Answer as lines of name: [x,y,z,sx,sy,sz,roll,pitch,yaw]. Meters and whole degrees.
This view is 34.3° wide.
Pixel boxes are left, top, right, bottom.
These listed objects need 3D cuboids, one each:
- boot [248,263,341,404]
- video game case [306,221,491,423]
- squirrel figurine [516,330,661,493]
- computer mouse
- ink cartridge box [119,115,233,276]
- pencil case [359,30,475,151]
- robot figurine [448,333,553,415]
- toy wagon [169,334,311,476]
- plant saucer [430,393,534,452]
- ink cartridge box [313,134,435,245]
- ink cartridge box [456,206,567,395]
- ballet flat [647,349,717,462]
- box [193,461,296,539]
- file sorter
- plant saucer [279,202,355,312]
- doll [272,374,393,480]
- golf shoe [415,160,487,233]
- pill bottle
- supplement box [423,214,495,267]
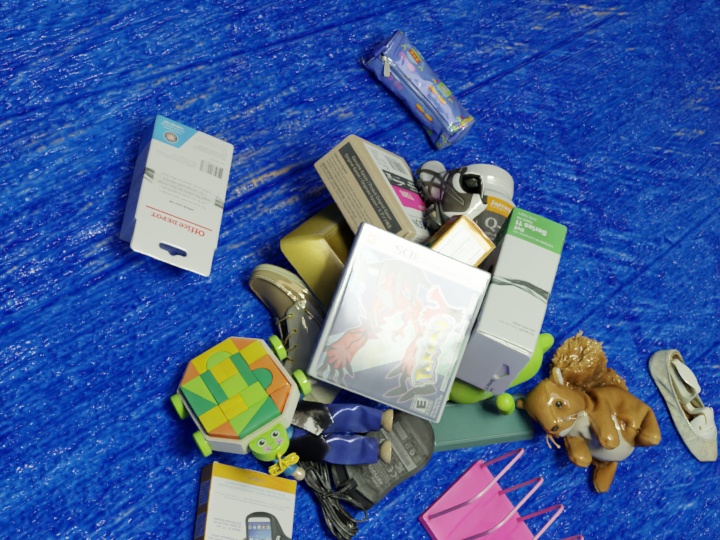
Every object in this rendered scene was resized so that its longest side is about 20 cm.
boot: [-0.096,0.102,1.526,0.200,0.072,0.155,43,55,-10]
video game case: [0.049,0.066,1.452,0.180,0.023,0.203,21,87,-11]
squirrel figurine: [0.321,0.196,1.725,0.185,0.142,0.202,23,43,-21]
computer mouse: [0.010,0.253,1.543,0.199,0.053,0.140,-28,85,-27]
ink cartridge box: [-0.242,-0.086,1.514,0.115,0.067,0.203,21,59,-24]
pencil case: [0.091,-0.278,1.808,0.200,0.078,0.087,48,23,-5]
robot figurine: [0.179,0.119,1.663,0.198,0.116,0.177,-18,71,-33]
toy wagon: [-0.136,0.163,1.411,0.154,0.040,0.200,-31,48,-12]
plant saucer: [0.171,0.217,1.680,0.198,0.019,0.071,-2,70,-33]
ink cartridge box: [0.039,-0.088,1.621,0.166,0.075,0.200,58,17,16]
ink cartridge box: [0.194,0.043,1.548,0.082,0.147,0.202,21,59,-1]
ballet flat: [0.532,0.220,1.886,0.067,0.062,0.202,-27,86,-38]
box: [-0.144,0.343,1.406,0.118,0.041,0.203,19,62,-27]
file sorter: [0.207,0.364,1.570,0.139,0.125,0.201,-35,90,-39]
plant saucer: [0.000,0.000,1.599,0.201,0.048,0.200,53,29,-3]
doll: [-0.060,0.195,1.456,0.197,0.048,0.139,3,93,-9]
golf shoe: [0.134,-0.109,1.631,0.078,0.094,0.201,43,19,-28]
pill bottle: [0.176,-0.050,1.740,0.115,0.116,0.202,21,60,-23]
supplement box: [0.080,0.017,1.503,0.200,0.066,0.069,-43,98,-8]
